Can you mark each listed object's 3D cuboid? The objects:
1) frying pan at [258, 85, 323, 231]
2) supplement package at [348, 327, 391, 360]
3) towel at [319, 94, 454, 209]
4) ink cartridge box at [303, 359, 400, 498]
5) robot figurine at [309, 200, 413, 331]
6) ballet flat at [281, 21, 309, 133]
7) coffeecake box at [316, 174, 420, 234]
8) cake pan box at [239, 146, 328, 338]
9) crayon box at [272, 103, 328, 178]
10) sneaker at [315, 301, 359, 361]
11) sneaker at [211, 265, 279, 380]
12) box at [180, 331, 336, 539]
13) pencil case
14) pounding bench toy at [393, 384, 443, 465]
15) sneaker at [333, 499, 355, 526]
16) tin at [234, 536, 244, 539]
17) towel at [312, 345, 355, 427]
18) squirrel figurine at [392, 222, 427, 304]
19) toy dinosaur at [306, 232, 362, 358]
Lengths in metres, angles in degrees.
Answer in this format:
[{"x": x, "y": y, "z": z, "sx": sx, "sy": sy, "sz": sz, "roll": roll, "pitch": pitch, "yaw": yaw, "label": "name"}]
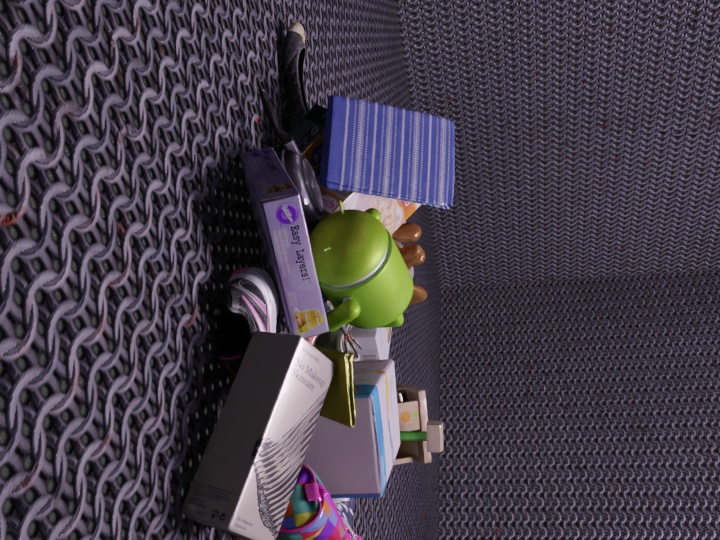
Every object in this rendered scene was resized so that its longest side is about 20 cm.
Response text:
[{"x": -0.085, "y": -0.145, "z": 0.933, "sx": 0.115, "sy": 0.031, "sz": 0.191, "roll": 30, "pitch": 46, "yaw": -76, "label": "frying pan"}, {"x": -0.006, "y": 0.101, "z": 1.285, "sx": 0.200, "sy": 0.109, "sz": 0.114, "roll": -79, "pitch": 162, "yaw": -53, "label": "supplement package"}, {"x": 0.042, "y": -0.169, "z": 1.003, "sx": 0.024, "sy": 0.199, "sz": 0.145, "roll": 144, "pitch": -48, "yaw": -67, "label": "towel"}, {"x": -0.029, "y": 0.227, "z": 1.031, "sx": 0.200, "sy": 0.146, "sz": 0.147, "roll": -32, "pitch": 117, "yaw": -77, "label": "ink cartridge box"}, {"x": 0.000, "y": 0.000, "z": 0.933, "sx": 0.200, "sy": 0.115, "sz": 0.176, "roll": 58, "pitch": 38, "yaw": -48, "label": "robot figurine"}, {"x": -0.094, "y": -0.301, "z": 1.117, "sx": 0.066, "sy": 0.057, "sz": 0.201, "roll": 28, "pitch": 58, "yaw": -78, "label": "ballet flat"}, {"x": 0.012, "y": -0.116, "z": 1.076, "sx": 0.200, "sy": 0.073, "sz": 0.154, "roll": -45, "pitch": 148, "yaw": -20, "label": "coffeecake box"}, {"x": -0.099, "y": -0.039, "z": 0.862, "sx": 0.200, "sy": 0.052, "sz": 0.185, "roll": -124, "pitch": -157, "yaw": -61, "label": "cake pan box"}, {"x": -0.065, "y": -0.137, "z": 1.071, "sx": 0.126, "sy": 0.051, "sz": 0.200, "roll": -50, "pitch": 151, "yaw": -19, "label": "crayon box"}, {"x": -0.049, "y": 0.069, "z": 1.129, "sx": 0.067, "sy": 0.089, "sz": 0.201, "roll": -60, "pitch": 144, "yaw": -69, "label": "sneaker"}, {"x": -0.130, "y": 0.102, "z": 0.795, "sx": 0.086, "sy": 0.080, "sz": 0.201, "roll": -42, "pitch": 120, "yaw": -61, "label": "sneaker"}, {"x": -0.100, "y": 0.169, "z": 0.719, "sx": 0.082, "sy": 0.068, "sz": 0.201, "roll": 46, "pitch": 55, "yaw": -47, "label": "box"}, {"x": -0.058, "y": 0.306, "z": 0.837, "sx": 0.200, "sy": 0.088, "sz": 0.089, "roll": 70, "pitch": 19, "yaw": -52, "label": "pencil case"}, {"x": 0.035, "y": 0.271, "z": 1.181, "sx": 0.200, "sy": 0.155, "sz": 0.125, "roll": 167, "pitch": -81, "yaw": -70, "label": "pounding bench toy"}, {"x": -0.046, "y": 0.378, "z": 1.076, "sx": 0.200, "sy": 0.070, "sz": 0.109, "roll": 72, "pitch": 21, "yaw": -73, "label": "sneaker"}, {"x": -0.117, "y": 0.332, "z": 0.830, "sx": 0.112, "sy": 0.042, "sz": 0.201, "roll": 67, "pitch": 21, "yaw": -49, "label": "tin"}, {"x": -0.068, "y": 0.128, "z": 0.843, "sx": 0.018, "sy": 0.200, "sz": 0.086, "roll": -10, "pitch": 98, "yaw": -36, "label": "towel"}, {"x": 0.011, "y": -0.037, "z": 1.204, "sx": 0.142, "sy": 0.199, "sz": 0.187, "roll": 65, "pitch": 9, "yaw": -52, "label": "squirrel figurine"}, {"x": -0.084, "y": 0.058, "z": 1.006, "sx": 0.200, "sy": 0.105, "sz": 0.182, "roll": 55, "pitch": 39, "yaw": -37, "label": "toy dinosaur"}]
